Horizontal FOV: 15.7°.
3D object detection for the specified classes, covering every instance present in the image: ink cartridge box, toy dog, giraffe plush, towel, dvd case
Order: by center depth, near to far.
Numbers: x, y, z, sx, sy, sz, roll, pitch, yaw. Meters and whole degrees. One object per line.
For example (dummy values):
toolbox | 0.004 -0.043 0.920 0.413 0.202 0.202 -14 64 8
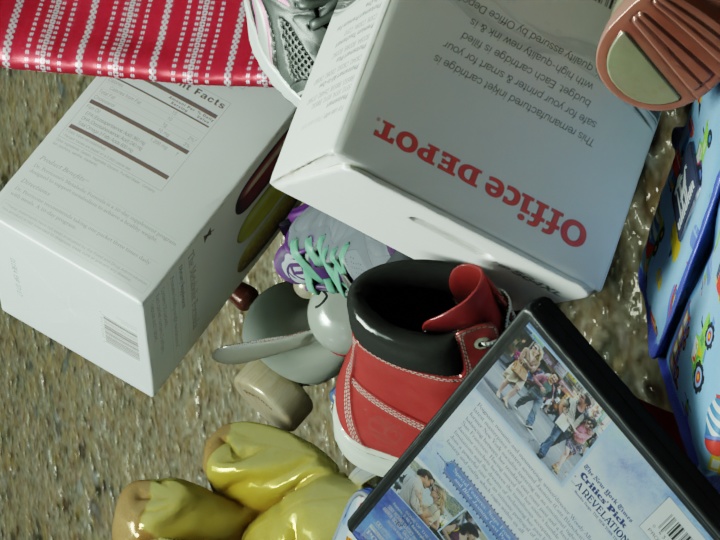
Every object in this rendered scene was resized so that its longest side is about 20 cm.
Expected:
dvd case | 0.080 0.118 1.166 0.143 0.018 0.200 50 140 13
ink cartridge box | 0.064 -0.101 1.203 0.084 0.146 0.200 -17 49 64
towel | -0.116 -0.171 1.476 0.022 0.200 0.145 70 -152 -60
toy dog | -0.038 0.019 1.523 0.096 0.132 0.200 37 146 -1
giraffe plush | -0.032 0.193 1.547 0.173 0.200 0.162 -116 10 -51

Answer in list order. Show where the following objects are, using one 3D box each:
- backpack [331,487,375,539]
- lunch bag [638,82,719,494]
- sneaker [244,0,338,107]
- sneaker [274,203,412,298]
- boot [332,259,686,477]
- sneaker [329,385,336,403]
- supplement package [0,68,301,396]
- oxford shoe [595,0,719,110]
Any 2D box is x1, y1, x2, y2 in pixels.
backpack | 0.067 0.168 1.337 0.200 0.154 0.191 63 144 39
lunch bag | 0.181 -0.017 1.158 0.200 0.094 0.151 -110 28 -57
sneaker | -0.037 -0.168 1.401 0.200 0.080 0.086 55 167 19
sneaker | 0.000 0.000 1.366 0.200 0.087 0.074 -97 -18 -73
boot | 0.088 0.058 1.210 0.144 0.200 0.072 98 -174 -56
sneaker | 0.042 0.073 1.457 0.088 0.075 0.200 48 168 0
supplement package | -0.108 -0.051 1.488 0.109 0.200 0.114 29 154 15
oxford shoe | 0.176 -0.153 1.112 0.200 0.071 0.074 -37 22 33
